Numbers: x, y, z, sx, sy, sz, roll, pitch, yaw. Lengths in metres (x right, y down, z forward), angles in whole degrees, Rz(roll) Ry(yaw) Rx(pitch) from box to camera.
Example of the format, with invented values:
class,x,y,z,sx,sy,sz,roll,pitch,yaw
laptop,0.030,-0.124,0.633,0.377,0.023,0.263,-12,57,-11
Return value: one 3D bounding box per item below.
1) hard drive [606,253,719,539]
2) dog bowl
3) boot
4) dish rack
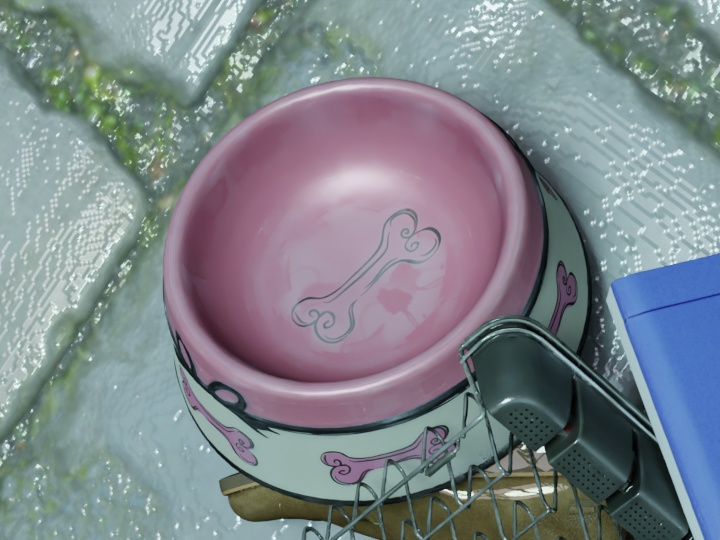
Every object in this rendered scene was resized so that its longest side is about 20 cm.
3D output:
class,x,y,z,sx,sy,sz,roll,pitch,yaw
hard drive,0.194,0.080,0.805,0.131,0.025,0.201,-13,63,-9
dog bowl,0.000,0.000,0.894,0.199,0.074,0.201,-8,57,12
boot,0.026,0.115,0.916,0.199,0.074,0.076,-3,92,23
dish rack,0.046,0.132,0.841,0.153,0.055,0.200,41,111,-20
